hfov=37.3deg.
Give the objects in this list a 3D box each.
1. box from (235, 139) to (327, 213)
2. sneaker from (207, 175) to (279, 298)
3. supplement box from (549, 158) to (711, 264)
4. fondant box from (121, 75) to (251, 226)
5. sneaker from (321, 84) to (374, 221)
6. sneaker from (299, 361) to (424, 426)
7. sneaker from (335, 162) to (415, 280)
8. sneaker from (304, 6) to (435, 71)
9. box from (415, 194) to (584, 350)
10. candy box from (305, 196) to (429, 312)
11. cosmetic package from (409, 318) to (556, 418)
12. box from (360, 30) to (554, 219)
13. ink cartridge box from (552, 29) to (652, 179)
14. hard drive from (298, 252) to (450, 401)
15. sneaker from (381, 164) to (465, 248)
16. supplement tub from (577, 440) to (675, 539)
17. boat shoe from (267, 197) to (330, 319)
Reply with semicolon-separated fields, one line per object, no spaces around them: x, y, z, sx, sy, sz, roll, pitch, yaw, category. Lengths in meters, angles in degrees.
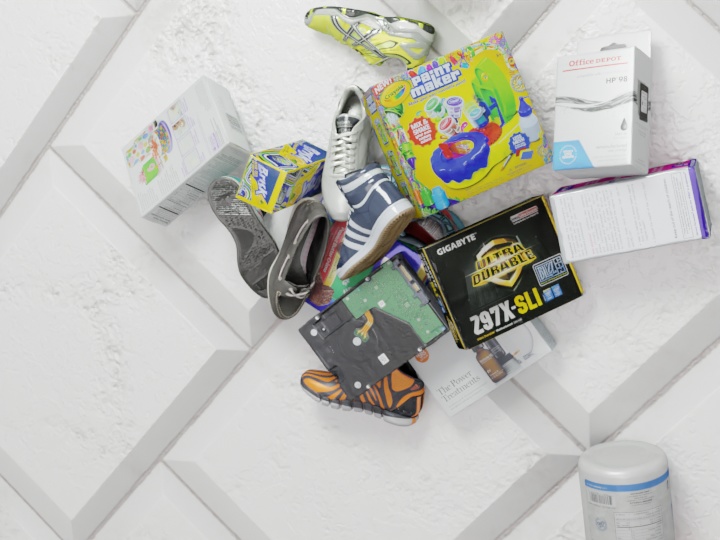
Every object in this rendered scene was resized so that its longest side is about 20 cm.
-0.107;-0.142;1.585;0.064;0.200;0.070;27;110;11;box
-0.171;-0.060;1.670;0.083;0.121;0.201;-22;100;10;sneaker
0.376;-0.082;1.485;0.199;0.101;0.104;-12;98;21;supplement box
-0.277;-0.187;1.679;0.200;0.058;0.145;-36;58;22;fondant box
-0.023;-0.173;1.576;0.076;0.081;0.201;4;77;9;sneaker
0.007;0.164;1.678;0.199;0.078;0.113;14;116;4;sneaker
-0.001;-0.074;1.534;0.109;0.070;0.200;55;142;12;sneaker
0.007;-0.343;1.569;0.199;0.075;0.077;15;106;17;sneaker
0.202;0.003;1.539;0.199;0.049;0.160;-23;94;-12;box
0.000;0.000;1.647;0.199;0.077;0.170;31;110;9;candy box
0.173;0.109;1.626;0.200;0.052;0.151;-37;86;22;cosmetic package
0.132;-0.199;1.493;0.199;0.122;0.194;-24;94;-5;box
0.327;-0.230;1.442;0.115;0.067;0.201;-1;83;36;ink cartridge box
0.022;0.085;1.596;0.200;0.038;0.140;-39;88;22;hard drive
0.069;-0.090;1.592;0.199;0.095;0.080;34;110;9;sneaker
0.392;0.363;1.564;0.131;0.132;0.201;-4;102;20;supplement tub
-0.091;-0.009;1.591;0.057;0.067;0.201;44;124;52;boat shoe
